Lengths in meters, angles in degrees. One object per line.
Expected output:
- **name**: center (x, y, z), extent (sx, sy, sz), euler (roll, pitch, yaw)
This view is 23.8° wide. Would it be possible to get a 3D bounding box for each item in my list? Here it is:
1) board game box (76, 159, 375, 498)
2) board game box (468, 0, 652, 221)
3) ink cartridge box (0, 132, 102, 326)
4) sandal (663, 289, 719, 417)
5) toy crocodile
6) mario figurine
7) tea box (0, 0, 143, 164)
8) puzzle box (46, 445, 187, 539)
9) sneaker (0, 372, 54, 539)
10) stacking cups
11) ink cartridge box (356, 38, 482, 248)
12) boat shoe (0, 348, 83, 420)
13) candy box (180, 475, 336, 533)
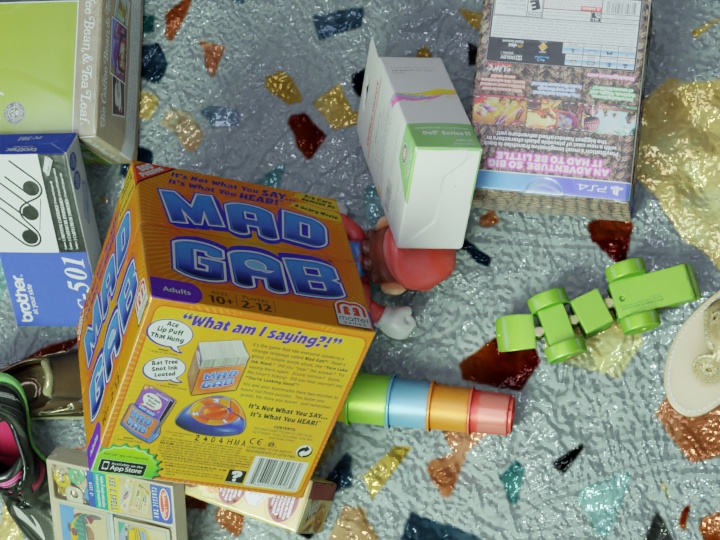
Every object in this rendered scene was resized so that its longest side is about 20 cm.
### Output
- **board game box**: center (-0.128, 0.053, 1.527), extent (0.200, 0.200, 0.200), euler (10, 125, -20)
- **board game box**: center (0.191, -0.159, 1.639), extent (0.159, 0.097, 0.200), euler (6, 82, 12)
- **ink cartridge box**: center (-0.308, -0.037, 1.680), extent (0.094, 0.044, 0.200), euler (0, 123, 11)
- **sandal**: center (0.355, 0.042, 1.590), extent (0.078, 0.070, 0.212), euler (40, 90, 14)
- **toy crocodile**: center (0.224, 0.040, 1.626), extent (0.200, 0.062, 0.068), euler (-20, 77, 2)
- **mario figurine**: center (0.000, 0.000, 1.675), extent (0.200, 0.106, 0.124), euler (-7, 116, 20)
- **tea box**: center (-0.332, -0.215, 1.728), extent (0.196, 0.134, 0.200), euler (1, 82, 12)
- **puzzle box**: center (-0.227, 0.267, 1.624), extent (0.133, 0.025, 0.200), euler (9, 120, 17)
- **sneaker**: center (-0.339, 0.197, 1.663), extent (0.077, 0.084, 0.200), euler (-17, 112, 17)
- **stacking cups**: center (0.048, 0.124, 1.646), extent (0.200, 0.061, 0.061), euler (4, 82, 7)
- **ink cartridge box**: center (0.052, -0.125, 1.622), extent (0.067, 0.117, 0.200), euler (-1, 39, -14)
- **boat shoe**: center (-0.295, 0.114, 1.698), extent (0.202, 0.075, 0.075), euler (-14, 79, 8)
- **candy box**: center (-0.132, 0.195, 1.634), extent (0.200, 0.115, 0.055), euler (18, 86, 13)
